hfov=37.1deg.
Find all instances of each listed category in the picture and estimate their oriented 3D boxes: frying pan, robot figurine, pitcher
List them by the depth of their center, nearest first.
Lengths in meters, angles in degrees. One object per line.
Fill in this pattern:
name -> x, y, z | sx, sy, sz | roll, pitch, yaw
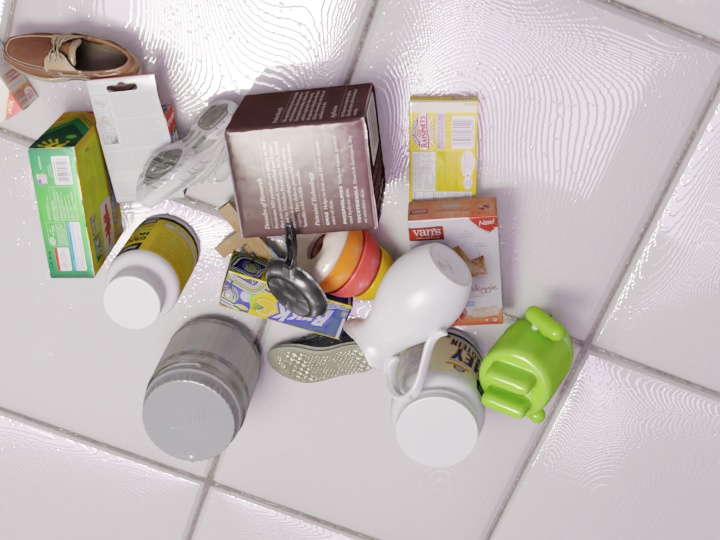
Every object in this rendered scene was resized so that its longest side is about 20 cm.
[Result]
frying pan -> -0.086, 0.014, 1.534 | 0.115, 0.031, 0.190 | 39, 153, 3
pitcher -> 0.081, 0.075, 1.553 | 0.121, 0.172, 0.200 | 6, 136, -46
robot figurine -> 0.253, 0.143, 1.629 | 0.115, 0.200, 0.177 | 17, 120, 23

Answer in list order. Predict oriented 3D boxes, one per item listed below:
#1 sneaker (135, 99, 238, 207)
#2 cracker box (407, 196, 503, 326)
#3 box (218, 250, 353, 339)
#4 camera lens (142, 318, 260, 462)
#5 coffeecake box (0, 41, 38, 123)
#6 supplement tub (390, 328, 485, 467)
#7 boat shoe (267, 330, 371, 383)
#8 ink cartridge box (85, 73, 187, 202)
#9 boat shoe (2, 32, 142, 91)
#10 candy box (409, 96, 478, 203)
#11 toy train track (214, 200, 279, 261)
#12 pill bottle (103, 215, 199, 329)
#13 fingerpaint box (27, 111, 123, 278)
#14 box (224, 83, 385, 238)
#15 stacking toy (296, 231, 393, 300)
sneaker -> -0.236, -0.150, 1.566 | 0.200, 0.078, 0.100 | -42, 135, -10
cracker box -> 0.145, -0.010, 1.621 | 0.132, 0.058, 0.202 | -3, 124, 8
box -> -0.114, 0.039, 1.662 | 0.198, 0.065, 0.071 | 16, 121, -10
camera lens -> -0.248, 0.182, 1.690 | 0.158, 0.200, 0.162 | 2, 115, 5
coffeecake box -> -0.599, -0.294, 1.574 | 0.152, 0.073, 0.201 | -26, 110, 16
supplement tub -> 0.120, 0.194, 1.658 | 0.143, 0.200, 0.146 | 2, 116, 5
boat shoe -> -0.058, 0.134, 1.727 | 0.198, 0.062, 0.075 | -9, 120, 27
ink cartridge box -> -0.327, -0.201, 1.588 | 0.108, 0.051, 0.202 | -4, 122, 7
boat shoe -> -0.413, -0.310, 1.536 | 0.198, 0.072, 0.077 | 6, 78, -3
candy box -> 0.122, -0.157, 1.589 | 0.101, 0.026, 0.202 | 2, 116, 7
toy train track -> -0.148, -0.034, 1.674 | 0.114, 0.033, 0.200 | -31, 115, 18
pill bottle -> -0.316, 0.004, 1.614 | 0.111, 0.200, 0.114 | 2, 115, 4
fingerpaint box -> -0.418, -0.114, 1.588 | 0.072, 0.167, 0.202 | -1, 116, 4
box -> -0.073, -0.158, 1.531 | 0.198, 0.166, 0.166 | -4, 116, 8
stacking toy -> 0.000, 0.000, 1.639 | 0.199, 0.147, 0.146 | 30, 116, -28
